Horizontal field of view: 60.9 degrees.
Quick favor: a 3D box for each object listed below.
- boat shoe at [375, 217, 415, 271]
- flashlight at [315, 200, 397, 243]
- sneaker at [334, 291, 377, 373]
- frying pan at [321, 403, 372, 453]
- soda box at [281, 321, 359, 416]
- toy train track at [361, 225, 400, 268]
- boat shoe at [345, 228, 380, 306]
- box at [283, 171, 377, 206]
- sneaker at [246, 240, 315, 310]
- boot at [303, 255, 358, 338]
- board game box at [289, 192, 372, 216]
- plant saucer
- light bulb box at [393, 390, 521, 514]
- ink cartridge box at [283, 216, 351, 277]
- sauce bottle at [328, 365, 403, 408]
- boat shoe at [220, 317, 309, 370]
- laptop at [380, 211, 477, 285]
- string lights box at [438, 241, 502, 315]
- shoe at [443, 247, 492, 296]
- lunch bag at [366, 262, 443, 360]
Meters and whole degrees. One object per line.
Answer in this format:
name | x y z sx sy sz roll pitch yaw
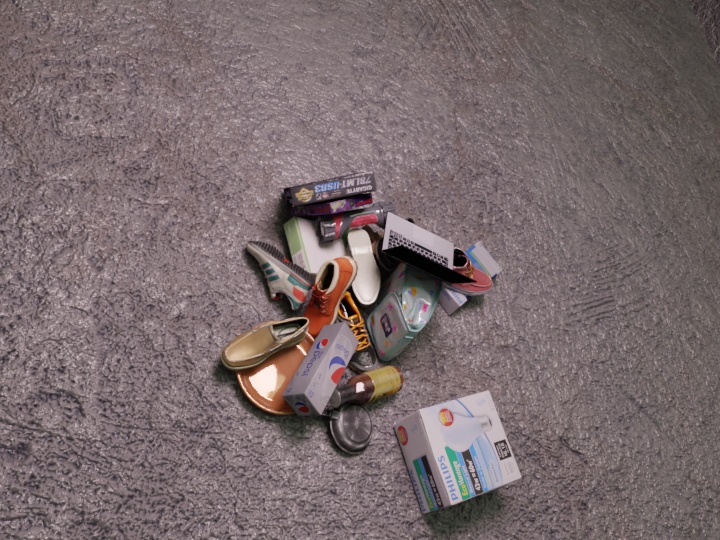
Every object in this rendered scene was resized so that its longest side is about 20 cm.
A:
boat shoe | 0.091 -0.073 1.527 0.073 0.062 0.201 44 34 -10
flashlight | -0.006 -0.112 1.448 0.195 0.069 0.069 -10 44 -21
sneaker | -0.019 0.138 1.384 0.077 0.077 0.203 -22 76 -35
frying pan | -0.039 0.300 1.293 0.191 0.031 0.115 49 45 -12
soda box | -0.078 0.200 1.260 0.064 0.067 0.201 56 42 -25
toy train track | 0.068 -0.029 1.545 0.201 0.032 0.115 49 33 -2
boat shoe | 0.003 0.000 1.447 0.070 0.061 0.206 -2 58 -12
box | -0.077 -0.191 1.435 0.195 0.198 0.051 -13 98 -10
sneaker | -0.194 0.011 1.370 0.198 0.095 0.070 33 12 22
boot | -0.084 0.060 1.326 0.074 0.203 0.107 29 12 17
board game box | -0.072 -0.156 1.454 0.118 0.198 0.033 -13 100 -32
plant saucer | -0.170 0.207 1.296 0.195 0.038 0.205 12 59 -19
light bulb box | 0.207 0.389 1.325 0.196 0.125 0.202 -8 67 -30
ink cartridge box | -0.084 -0.044 1.473 0.198 0.048 0.149 9 57 -49
sauce bottle | 0.011 0.252 1.314 0.197 0.066 0.067 -7 65 -45
boat shoe | -0.193 0.138 1.253 0.197 0.076 0.072 -25 76 -34
laptop | 0.152 -0.055 1.348 0.184 0.116 0.203 24 47 -15
string lights box | 0.272 0.017 1.603 0.198 0.059 0.103 -33 81 -35
shoe | 0.255 0.003 1.509 0.195 0.091 0.073 13 58 -17
lunch bag | 0.098 0.092 1.407 0.120 0.171 0.203 26 52 -11
